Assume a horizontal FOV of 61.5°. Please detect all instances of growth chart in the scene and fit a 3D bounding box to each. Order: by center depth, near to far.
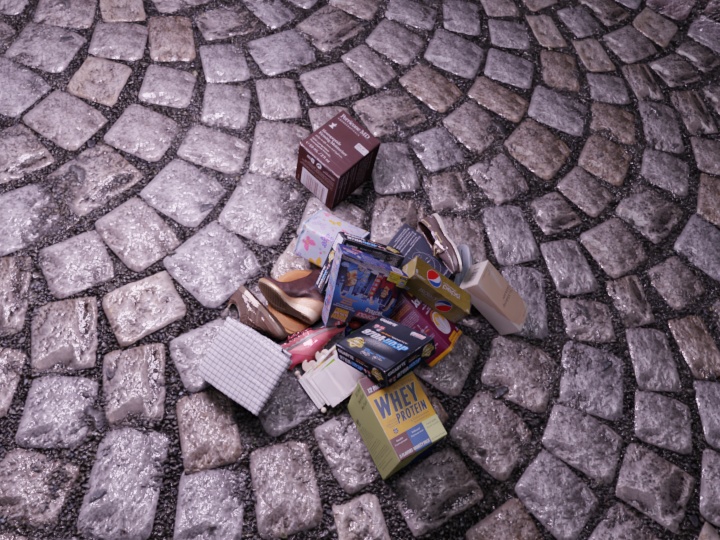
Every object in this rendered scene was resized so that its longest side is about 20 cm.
[{"bbox_3d":[-0.058,0.260,1.533,0.197,0.018,0.147,-31,81,2],"label":"growth chart"}]

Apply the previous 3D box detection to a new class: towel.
[{"bbox_3d":[-0.280,0.234,1.491,0.197,0.086,0.168,30,80,7],"label":"towel"}]

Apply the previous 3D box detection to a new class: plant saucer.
[{"bbox_3d":[-0.156,0.084,1.652,0.194,0.038,0.205,5,60,-9],"label":"plant saucer"}]

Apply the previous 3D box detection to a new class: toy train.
[{"bbox_3d":[0.065,0.158,1.613,0.197,0.086,0.116,-25,52,-23],"label":"toy train"}]

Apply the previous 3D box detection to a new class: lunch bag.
[{"bbox_3d":[-0.072,-0.081,1.706,0.166,0.129,0.200,26,29,7],"label":"lunch bag"}]

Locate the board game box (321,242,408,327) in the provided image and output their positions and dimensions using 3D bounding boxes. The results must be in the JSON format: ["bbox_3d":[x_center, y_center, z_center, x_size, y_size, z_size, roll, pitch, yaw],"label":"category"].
[{"bbox_3d":[-0.009,0.060,1.531,0.196,0.203,0.062,19,21,-24],"label":"board game box"}]

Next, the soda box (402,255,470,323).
[{"bbox_3d":[0.198,0.052,1.587,0.198,0.064,0.069,35,45,-20],"label":"soda box"}]

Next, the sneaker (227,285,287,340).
[{"bbox_3d":[-0.271,0.128,1.587,0.076,0.071,0.200,-46,62,-2],"label":"sneaker"}]

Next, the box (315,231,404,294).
[{"bbox_3d":[0.000,0.000,1.589,0.196,0.162,0.046,14,23,-32],"label":"box"}]

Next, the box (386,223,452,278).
[{"bbox_3d":[0.154,-0.005,1.724,0.198,0.108,0.149,37,60,10],"label":"box"}]

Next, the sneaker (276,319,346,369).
[{"bbox_3d":[-0.122,0.191,1.576,0.196,0.074,0.089,-23,102,-9],"label":"sneaker"}]

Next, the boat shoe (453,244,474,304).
[{"bbox_3d":[0.310,0.026,1.764,0.062,0.071,0.206,27,62,-48],"label":"boat shoe"}]

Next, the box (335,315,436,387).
[{"bbox_3d":[0.057,0.186,1.435,0.157,0.047,0.198,-28,28,-29],"label":"box"}]

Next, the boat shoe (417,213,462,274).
[{"bbox_3d":[0.219,-0.069,1.672,0.058,0.073,0.203,-15,60,-14],"label":"boat shoe"}]

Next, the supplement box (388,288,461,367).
[{"bbox_3d":[0.163,0.136,1.605,0.201,0.086,0.110,48,31,2],"label":"supplement box"}]

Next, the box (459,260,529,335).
[{"bbox_3d":[0.376,0.078,1.695,0.200,0.077,0.096,43,57,-18],"label":"box"}]

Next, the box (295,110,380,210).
[{"bbox_3d":[-0.071,-0.332,1.824,0.165,0.165,0.200,40,61,12],"label":"box"}]

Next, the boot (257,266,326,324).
[{"bbox_3d":[-0.158,0.044,1.627,0.197,0.073,0.167,32,48,8],"label":"boot"}]

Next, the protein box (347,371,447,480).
[{"bbox_3d":[0.080,0.358,1.454,0.132,0.200,0.203,-22,66,-21],"label":"protein box"}]
